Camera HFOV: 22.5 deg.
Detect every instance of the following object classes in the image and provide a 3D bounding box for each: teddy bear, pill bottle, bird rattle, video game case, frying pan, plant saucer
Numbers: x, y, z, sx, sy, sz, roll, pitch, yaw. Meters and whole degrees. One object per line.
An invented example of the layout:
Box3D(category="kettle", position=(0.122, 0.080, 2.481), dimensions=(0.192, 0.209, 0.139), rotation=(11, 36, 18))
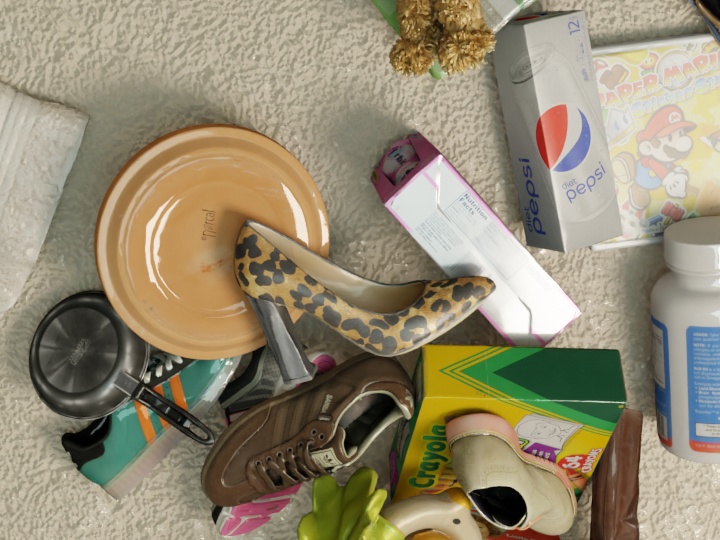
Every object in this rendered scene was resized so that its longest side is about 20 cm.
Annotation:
Box3D(category="teddy bear", position=(0.067, -0.253, 1.470), dimensions=(0.067, 0.145, 0.201), rotation=(11, 99, -42))
Box3D(category="pill bottle", position=(0.315, 0.059, 1.601), dimensions=(0.112, 0.112, 0.201), rotation=(-7, 109, -5))
Box3D(category="bird rattle", position=(0.033, 0.263, 1.516), dimensions=(0.162, 0.113, 0.201), rotation=(-16, 108, -19))
Box3D(category="video game case", position=(0.293, -0.118, 1.608), dimensions=(0.199, 0.023, 0.183), rotation=(-8, 104, -5))
Box3D(category="frying pan", position=(-0.218, 0.101, 1.549), dimensions=(0.115, 0.031, 0.190), rotation=(-36, 68, 5))
Box3D(category="plant saucer", position=(-0.122, -0.021, 1.512), dimensions=(0.199, 0.032, 0.201), rotation=(-4, 104, -16))

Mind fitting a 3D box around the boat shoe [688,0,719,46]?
Box3D(category="boat shoe", position=(0.296, -0.262, 1.538), dimensions=(0.072, 0.072, 0.200), rotation=(-43, 94, 3))

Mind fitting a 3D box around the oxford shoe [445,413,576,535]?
Box3D(category="oxford shoe", position=(0.128, 0.193, 1.533), dimensions=(0.071, 0.074, 0.200), rotation=(-20, 143, 25))

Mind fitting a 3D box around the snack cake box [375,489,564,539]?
Box3D(category="snack cake box", position=(0.088, 0.261, 1.628), dimensions=(0.199, 0.115, 0.068), rotation=(12, 102, -9))

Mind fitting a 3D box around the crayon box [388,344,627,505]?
Box3D(category="crayon box", position=(0.122, 0.139, 1.572), dimensions=(0.172, 0.059, 0.200), rotation=(1, 146, -8))

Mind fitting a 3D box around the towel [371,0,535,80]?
Box3D(category="towel", position=(0.096, -0.277, 1.529), dimensions=(0.200, 0.031, 0.149), rotation=(-40, 81, 6))

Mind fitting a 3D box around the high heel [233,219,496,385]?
Box3D(category="high heel", position=(0.000, 0.000, 1.481), dimensions=(0.199, 0.071, 0.143), rotation=(-20, 106, 7))

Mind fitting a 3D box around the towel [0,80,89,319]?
Box3D(category="towel", position=(-0.327, -0.064, 1.544), dimensions=(0.132, 0.034, 0.201), rotation=(21, 100, -12))

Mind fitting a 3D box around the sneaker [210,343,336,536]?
Box3D(category="sneaker", position=(-0.090, 0.140, 1.598), dimensions=(0.074, 0.087, 0.201), rotation=(-2, 122, -47))

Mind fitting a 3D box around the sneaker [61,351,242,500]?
Box3D(category="sneaker", position=(-0.181, 0.107, 1.582), dimensions=(0.080, 0.071, 0.200), rotation=(39, 97, -17))

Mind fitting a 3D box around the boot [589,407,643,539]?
Box3D(category="boot", position=(0.237, 0.224, 1.655), dimensions=(0.064, 0.186, 0.201), rotation=(-2, 74, 7))

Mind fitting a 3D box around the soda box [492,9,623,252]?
Box3D(category="soda box", position=(0.168, -0.120, 1.556), dimensions=(0.063, 0.068, 0.201), rotation=(-16, 103, -23))

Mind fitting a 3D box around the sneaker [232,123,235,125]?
Box3D(category="sneaker", position=(-0.115, -0.020, 1.560), dimensions=(0.082, 0.070, 0.201), rotation=(22, 101, -7))

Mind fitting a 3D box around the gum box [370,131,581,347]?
Box3D(category="gum box", position=(0.093, -0.026, 1.560), dimensions=(0.066, 0.114, 0.200), rotation=(-42, 105, 4))

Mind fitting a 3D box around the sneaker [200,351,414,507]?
Box3D(category="sneaker", position=(-0.045, 0.140, 1.507), dimensions=(0.200, 0.076, 0.071), rotation=(-36, 122, 1))
